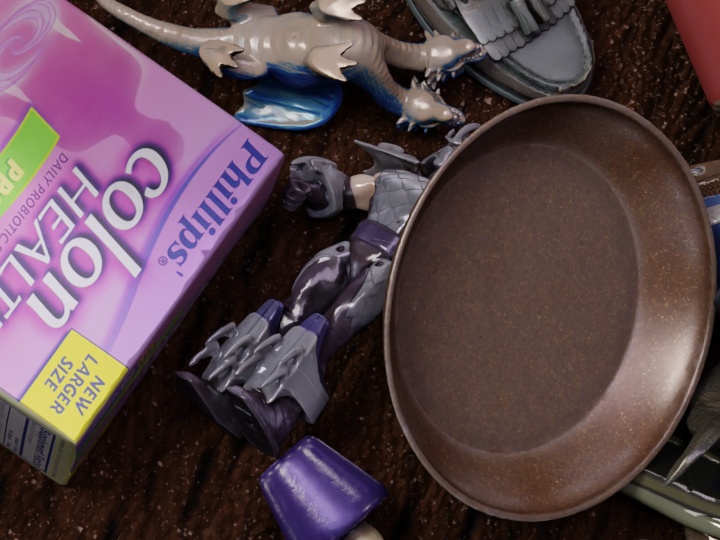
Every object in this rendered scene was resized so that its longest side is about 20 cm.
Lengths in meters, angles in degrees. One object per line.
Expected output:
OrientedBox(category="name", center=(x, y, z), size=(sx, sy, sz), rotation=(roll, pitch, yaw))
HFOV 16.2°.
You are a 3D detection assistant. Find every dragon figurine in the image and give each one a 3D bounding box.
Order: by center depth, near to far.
OrientedBox(category="dragon figurine", center=(-0.038, -0.107, 1.282), size=(0.198, 0.099, 0.059), rotation=(3, 74, 11))

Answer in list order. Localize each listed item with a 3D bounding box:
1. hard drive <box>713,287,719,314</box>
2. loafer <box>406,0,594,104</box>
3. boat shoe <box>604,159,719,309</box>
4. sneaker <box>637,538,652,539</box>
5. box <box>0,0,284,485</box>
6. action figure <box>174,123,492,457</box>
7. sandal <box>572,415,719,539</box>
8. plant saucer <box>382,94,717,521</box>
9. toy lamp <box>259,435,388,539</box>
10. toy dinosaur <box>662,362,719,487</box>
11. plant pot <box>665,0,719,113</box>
OrientedBox(category="hard drive", center=(0.261, -0.022, 1.172), size=(0.200, 0.042, 0.135), rotation=(-50, 57, 12))
OrientedBox(category="loafer", center=(0.051, -0.170, 1.314), size=(0.072, 0.063, 0.200), rotation=(-37, 83, -18))
OrientedBox(category="boat shoe", center=(0.155, -0.015, 1.283), size=(0.198, 0.073, 0.073), rotation=(-8, 118, 7))
OrientedBox(category="sneaker", center=(0.163, 0.226, 1.224), size=(0.074, 0.079, 0.201), rotation=(-33, 64, 27))
OrientedBox(category="box", center=(-0.170, -0.031, 1.217), size=(0.199, 0.097, 0.176), rotation=(35, 71, 1))
OrientedBox(category="action figure", center=(0.000, 0.000, 1.237), size=(0.200, 0.130, 0.070), rotation=(-49, 132, -18))
OrientedBox(category="sandal", center=(0.187, 0.128, 1.258), size=(0.200, 0.058, 0.080), rotation=(30, 32, 16))
OrientedBox(category="plant saucer", center=(0.083, 0.016, 1.195), size=(0.199, 0.037, 0.202), rotation=(-6, 101, -34))
OrientedBox(category="toy lamp", center=(0.027, 0.166, 1.218), size=(0.058, 0.058, 0.200), rotation=(-37, 84, -18))
OrientedBox(category="toy dinosaur", center=(0.213, 0.064, 1.257), size=(0.200, 0.102, 0.077), rotation=(-37, 125, -24))
OrientedBox(category="plant pot", center=(0.231, -0.182, 1.294), size=(0.199, 0.200, 0.179), rotation=(-9, 84, -13))
